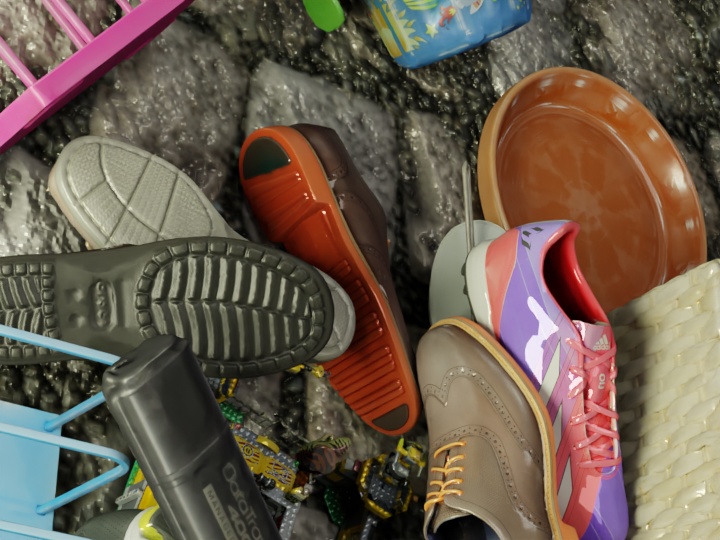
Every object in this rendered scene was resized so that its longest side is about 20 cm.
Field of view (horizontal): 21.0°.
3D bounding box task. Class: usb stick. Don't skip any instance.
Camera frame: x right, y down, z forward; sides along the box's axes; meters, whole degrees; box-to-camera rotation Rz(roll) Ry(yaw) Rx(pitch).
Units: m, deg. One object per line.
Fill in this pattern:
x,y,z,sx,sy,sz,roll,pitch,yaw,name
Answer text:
-0.068,0.125,0.953,0.055,0.032,0.201,-42,116,-42,usb stick

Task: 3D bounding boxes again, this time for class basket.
0.226,0.122,1.208,0.160,0.200,0.199,16,61,-30,basket

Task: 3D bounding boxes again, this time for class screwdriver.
0.069,0.033,1.174,0.028,0.029,0.201,-2,72,-5,screwdriver

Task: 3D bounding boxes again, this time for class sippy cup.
0.047,-0.206,1.261,0.140,0.177,0.131,-81,150,-82,sippy cup

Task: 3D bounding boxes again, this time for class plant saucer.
0.158,-0.043,1.335,0.199,0.032,0.201,17,62,-33,plant saucer

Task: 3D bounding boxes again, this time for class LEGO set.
-0.034,0.117,1.057,0.200,0.116,0.154,42,51,-17,LEGO set

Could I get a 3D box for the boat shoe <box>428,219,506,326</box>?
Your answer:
0.082,0.071,1.207,0.070,0.064,0.201,-9,80,-7,boat shoe

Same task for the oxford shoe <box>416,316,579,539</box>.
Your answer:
0.067,0.115,1.088,0.073,0.071,0.201,4,57,-43,oxford shoe

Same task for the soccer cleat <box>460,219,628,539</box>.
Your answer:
0.123,0.069,1.134,0.068,0.073,0.201,-7,76,-51,soccer cleat

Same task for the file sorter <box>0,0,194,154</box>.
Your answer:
-0.177,-0.158,1.049,0.126,0.139,0.200,51,49,-7,file sorter

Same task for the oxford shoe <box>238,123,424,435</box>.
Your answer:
0.000,0.000,1.169,0.072,0.071,0.201,-16,82,-47,oxford shoe

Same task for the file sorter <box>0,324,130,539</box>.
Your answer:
-0.191,0.136,0.923,0.138,0.123,0.201,17,62,-31,file sorter

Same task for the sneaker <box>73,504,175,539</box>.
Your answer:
-0.104,0.214,0.995,0.074,0.084,0.201,-8,95,-46,sneaker

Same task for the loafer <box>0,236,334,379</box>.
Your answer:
-0.113,0.014,1.025,0.199,0.071,0.073,4,94,-6,loafer

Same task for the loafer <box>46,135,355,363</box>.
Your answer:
-0.097,-0.002,1.102,0.199,0.063,0.072,33,60,-19,loafer
